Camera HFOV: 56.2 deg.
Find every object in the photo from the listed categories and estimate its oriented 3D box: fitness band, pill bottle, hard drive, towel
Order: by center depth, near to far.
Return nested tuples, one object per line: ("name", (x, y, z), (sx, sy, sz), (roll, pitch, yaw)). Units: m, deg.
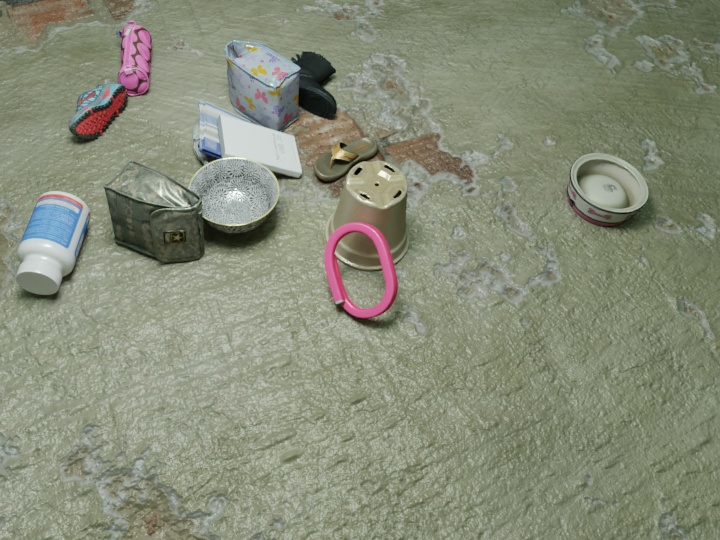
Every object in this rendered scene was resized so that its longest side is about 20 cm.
("pill bottle", (-0.639, -0.056, 1.394), (0.111, 0.113, 0.201), (5, 53, -4))
("fitness band", (0.000, 0.000, 1.408), (0.143, 0.037, 0.202), (-17, 87, 23))
("hard drive", (-0.243, -0.298, 1.624), (0.199, 0.027, 0.133), (11, 49, -33))
("towel", (-0.326, -0.327, 1.637), (0.146, 0.024, 0.201), (18, 39, -30))

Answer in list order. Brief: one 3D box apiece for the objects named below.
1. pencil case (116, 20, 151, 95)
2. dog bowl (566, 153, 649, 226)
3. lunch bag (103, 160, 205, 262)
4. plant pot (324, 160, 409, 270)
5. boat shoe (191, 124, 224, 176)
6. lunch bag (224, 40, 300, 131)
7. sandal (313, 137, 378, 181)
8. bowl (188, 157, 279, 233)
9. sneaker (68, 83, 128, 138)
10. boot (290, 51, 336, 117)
("pencil case", (-0.595, -0.558, 1.769), (0.090, 0.094, 0.201), (-5, 56, -11))
("dog bowl", (0.610, -0.197, 1.689), (0.198, 0.074, 0.201), (4, 53, -5))
("lunch bag", (-0.424, -0.112, 1.431), (0.199, 0.165, 0.118), (21, 49, 9))
("plant pot", (0.025, -0.134, 1.496), (0.199, 0.184, 0.202), (3, 54, -5))
("boat shoe", (-0.360, -0.286, 1.625), (0.074, 0.065, 0.203), (-12, 57, -16))
("lunch bag", (-0.255, -0.474, 1.708), (0.199, 0.170, 0.127), (32, 58, 16))
("sandal", (-0.037, -0.291, 1.679), (0.199, 0.054, 0.080), (-32, 64, -26))
("bowl", (-0.283, -0.150, 1.521), (0.199, 0.094, 0.202), (4, 54, -5))
("sneaker", (-0.664, -0.394, 1.666), (0.095, 0.080, 0.201), (14, 45, 14))
("boot", (-0.119, -0.506, 1.814), (0.197, 0.074, 0.163), (27, 52, 12))
